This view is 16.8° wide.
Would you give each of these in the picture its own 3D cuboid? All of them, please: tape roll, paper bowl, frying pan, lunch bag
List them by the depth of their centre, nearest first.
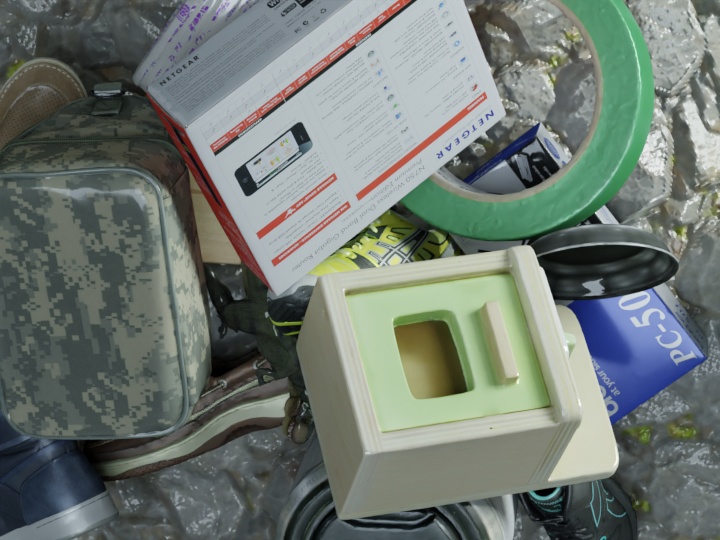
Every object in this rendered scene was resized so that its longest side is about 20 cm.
[{"bbox_3d":[-0.164,-0.004,1.588,0.138,0.168,0.201,-2,113,11],"label":"lunch bag"},{"bbox_3d":[-0.055,-0.179,1.606,0.104,0.201,0.201,35,108,-6],"label":"paper bowl"},{"bbox_3d":[0.121,0.001,1.649,0.189,0.115,0.031,-8,70,16],"label":"frying pan"},{"bbox_3d":[0.097,-0.120,1.651,0.199,0.048,0.202,0,91,18],"label":"tape roll"}]

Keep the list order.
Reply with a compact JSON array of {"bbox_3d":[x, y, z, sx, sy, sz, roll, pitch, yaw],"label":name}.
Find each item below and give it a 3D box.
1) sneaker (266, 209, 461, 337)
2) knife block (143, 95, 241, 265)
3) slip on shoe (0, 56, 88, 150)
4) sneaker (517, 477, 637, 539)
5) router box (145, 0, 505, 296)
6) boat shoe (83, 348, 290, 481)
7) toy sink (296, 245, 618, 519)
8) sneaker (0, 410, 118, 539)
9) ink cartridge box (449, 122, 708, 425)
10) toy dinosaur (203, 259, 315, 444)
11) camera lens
[{"bbox_3d":[0.000,0.000,1.669,0.075,0.199,0.077,-15,84,34],"label":"sneaker"},{"bbox_3d":[-0.180,-0.034,1.714,0.175,0.064,0.200,-41,98,-1],"label":"knife block"},{"bbox_3d":[-0.233,-0.045,1.645,0.076,0.061,0.201,21,93,-5],"label":"slip on shoe"},{"bbox_3d":[0.140,0.159,1.724,0.075,0.079,0.201,-4,126,28],"label":"sneaker"},{"bbox_3d":[-0.017,-0.106,1.536,0.200,0.049,0.180,-38,142,-10],"label":"router box"},{"bbox_3d":[-0.113,0.088,1.767,0.201,0.075,0.075,-20,98,2],"label":"boat shoe"},{"bbox_3d":[0.073,0.068,1.573,0.199,0.131,0.112,-6,152,-15],"label":"toy sink"},{"bbox_3d":[-0.262,0.135,1.775,0.202,0.077,0.147,-24,92,50],"label":"sneaker"},{"bbox_3d":[0.150,0.005,1.715,0.094,0.044,0.200,-36,99,18],"label":"ink cartridge box"},{"bbox_3d":[-0.078,0.027,1.681,0.088,0.047,0.201,14,137,42],"label":"toy dinosaur"},{"bbox_3d":[0.029,0.172,1.700,0.159,0.200,0.161,2,107,7],"label":"camera lens"}]
